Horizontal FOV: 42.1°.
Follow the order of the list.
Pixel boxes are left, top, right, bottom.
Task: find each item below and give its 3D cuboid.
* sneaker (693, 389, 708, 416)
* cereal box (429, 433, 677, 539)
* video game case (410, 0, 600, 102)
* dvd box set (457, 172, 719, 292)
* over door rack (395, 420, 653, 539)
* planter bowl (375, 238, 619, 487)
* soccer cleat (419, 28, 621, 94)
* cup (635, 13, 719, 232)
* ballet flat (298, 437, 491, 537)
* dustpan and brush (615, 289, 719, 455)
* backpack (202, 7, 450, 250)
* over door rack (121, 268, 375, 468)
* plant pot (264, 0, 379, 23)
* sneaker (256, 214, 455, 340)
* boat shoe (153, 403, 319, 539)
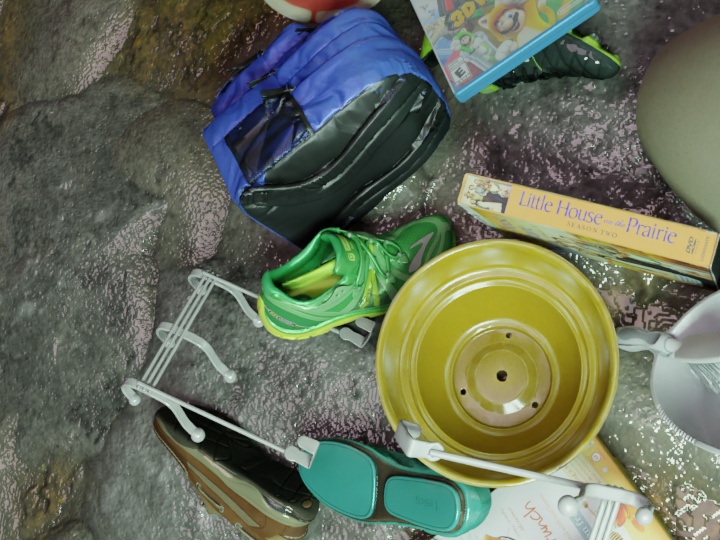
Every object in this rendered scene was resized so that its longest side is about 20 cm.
[{"bbox_3d":[0.349,0.119,0.698,0.198,0.071,0.099,25,93,27],"label":"sneaker"},{"bbox_3d":[0.154,0.244,0.778,0.199,0.039,0.145,-41,68,11],"label":"cereal box"},{"bbox_3d":[0.113,-0.267,0.848,0.142,0.018,0.203,-32,58,19],"label":"video game case"},{"bbox_3d":[0.191,-0.029,0.756,0.197,0.146,0.030,17,89,24],"label":"dvd box set"},{"bbox_3d":[0.103,0.216,0.692,0.196,0.067,0.150,16,101,0],"label":"over door rack"},{"bbox_3d":[0.116,0.082,0.793,0.196,0.084,0.204,-4,73,13],"label":"planter bowl"},{"bbox_3d":[0.143,-0.195,0.859,0.198,0.067,0.082,26,100,32],"label":"soccer cleat"},{"bbox_3d":[0.298,-0.120,0.718,0.143,0.199,0.203,32,94,52],"label":"cup"},{"bbox_3d":[0.032,0.190,0.820,0.198,0.070,0.069,4,86,44],"label":"ballet flat"},{"bbox_3d":[0.252,0.063,0.711,0.057,0.200,0.141,34,81,-6],"label":"dustpan and brush"},{"bbox_3d":[-0.031,-0.146,0.867,0.199,0.162,0.169,-36,65,14],"label":"backpack"},{"bbox_3d":[-0.102,0.093,0.877,0.197,0.067,0.149,16,55,14],"label":"over door rack"},{"bbox_3d":[-0.042,-0.342,0.866,0.198,0.200,0.180,-25,54,17],"label":"plant pot"},{"bbox_3d":[0.000,0.000,0.845,0.197,0.084,0.075,-24,58,-10],"label":"sneaker"},{"bbox_3d":[-0.129,0.201,0.893,0.198,0.075,0.075,31,111,31],"label":"boat shoe"}]
